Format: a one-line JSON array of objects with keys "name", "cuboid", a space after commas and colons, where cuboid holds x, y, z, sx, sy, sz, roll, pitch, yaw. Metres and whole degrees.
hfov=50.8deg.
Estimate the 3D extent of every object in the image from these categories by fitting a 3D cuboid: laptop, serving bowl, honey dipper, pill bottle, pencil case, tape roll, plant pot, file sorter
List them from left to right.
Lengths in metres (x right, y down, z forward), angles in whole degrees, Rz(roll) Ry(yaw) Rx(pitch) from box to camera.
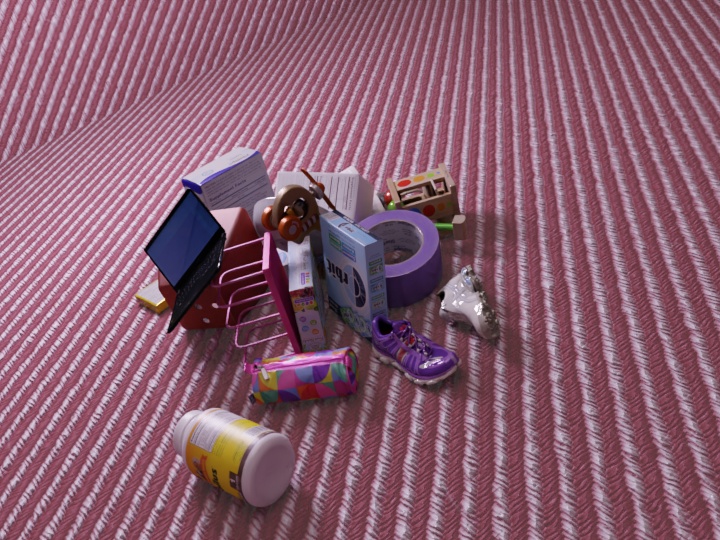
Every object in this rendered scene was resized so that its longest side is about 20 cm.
[{"name": "laptop", "cuboid": [-0.341, -0.021, 1.431, 0.178, 0.102, 0.202, -48, 24, 23]}, {"name": "plant pot", "cuboid": [-0.317, 0.011, 1.604, 0.194, 0.202, 0.179, -5, 45, 18]}, {"name": "pill bottle", "cuboid": [-0.203, 0.284, 1.185, 0.196, 0.112, 0.109, 12, 40, 38]}, {"name": "file sorter", "cuboid": [-0.197, 0.061, 1.448, 0.122, 0.204, 0.140, -16, 30, 4]}, {"name": "serving bowl", "cuboid": [-0.137, -0.080, 1.598, 0.195, 0.200, 0.068, 2, 68, 27]}, {"name": "pencil case", "cuboid": [-0.100, 0.185, 1.320, 0.194, 0.090, 0.089, -8, 31, 11]}, {"name": "honey dipper", "cuboid": [0.000, 0.000, 1.618, 0.194, 0.039, 0.038, -1, 33, 15]}, {"name": "tape roll", "cuboid": [0.068, -0.026, 1.539, 0.194, 0.086, 0.203, -7, 43, 7]}]

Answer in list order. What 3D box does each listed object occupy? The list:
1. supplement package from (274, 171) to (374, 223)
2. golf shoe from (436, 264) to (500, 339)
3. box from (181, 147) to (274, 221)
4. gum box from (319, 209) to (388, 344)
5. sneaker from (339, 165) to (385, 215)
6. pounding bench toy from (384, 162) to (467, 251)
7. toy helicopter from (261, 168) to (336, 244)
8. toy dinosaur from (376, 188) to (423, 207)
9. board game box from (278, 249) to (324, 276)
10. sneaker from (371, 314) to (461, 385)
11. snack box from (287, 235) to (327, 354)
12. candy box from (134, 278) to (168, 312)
[{"name": "supplement package", "cuboid": [-0.080, -0.149, 1.674, 0.194, 0.113, 0.113, 4, -6, 20]}, {"name": "golf shoe", "cuboid": [0.194, 0.076, 1.387, 0.096, 0.079, 0.201, -30, 24, 10]}, {"name": "box", "cuboid": [-0.311, -0.169, 1.860, 0.182, 0.204, 0.104, -34, 35, -29]}, {"name": "gum box", "cuboid": [-0.012, 0.010, 1.431, 0.044, 0.205, 0.169, -20, 32, -25]}, {"name": "sneaker", "cuboid": [-0.022, -0.150, 1.757, 0.113, 0.075, 0.201, -26, 51, -14]}, {"name": "pounding bench toy", "cuboid": [0.139, -0.120, 1.648, 0.152, 0.127, 0.202, -15, 31, 1]}, {"name": "toy helicopter", "cuboid": [-0.091, -0.110, 1.481, 0.078, 0.198, 0.135, 27, 92, 43]}, {"name": "toy dinosaur", "cuboid": [0.072, -0.169, 1.839, 0.194, 0.049, 0.089, -10, 25, 4]}, {"name": "board game box", "cuboid": [-0.100, -0.061, 1.744, 0.193, 0.044, 0.202, -10, 32, 4]}, {"name": "sneaker", "cuboid": [0.086, 0.133, 1.316, 0.197, 0.085, 0.080, 18, 45, 42]}, {"name": "snack box", "cuboid": [-0.104, 0.044, 1.485, 0.051, 0.145, 0.202, -12, 30, 1]}, {"name": "candy box", "cuboid": [-0.422, 0.024, 1.777, 0.101, 0.027, 0.199, 14, 42, 44]}]
